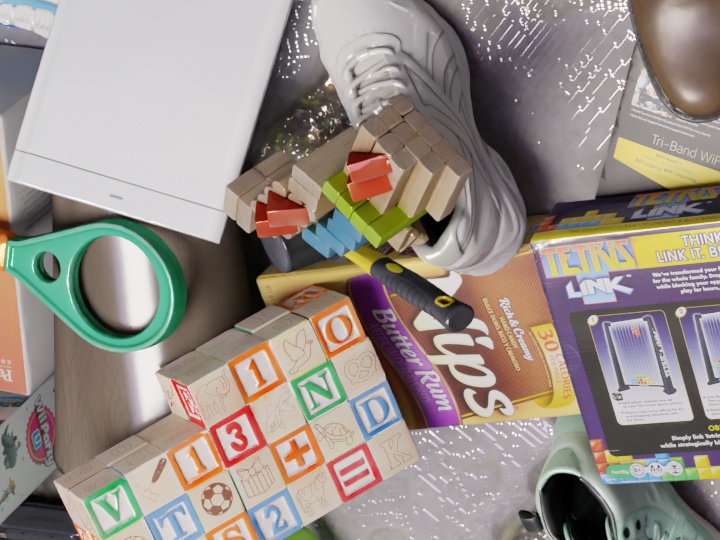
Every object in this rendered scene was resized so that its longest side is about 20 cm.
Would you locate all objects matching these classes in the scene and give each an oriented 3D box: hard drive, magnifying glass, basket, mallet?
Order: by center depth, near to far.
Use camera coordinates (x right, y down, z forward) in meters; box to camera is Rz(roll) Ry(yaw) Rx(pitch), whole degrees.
[{"bbox_3d":[0.000,0.000,1.435,0.066,0.200,0.041,-23,118,-13],"label":"mallet"},{"bbox_3d":[-0.117,-0.130,1.437,0.132,0.027,0.200,17,89,-2],"label":"hard drive"},{"bbox_3d":[-0.194,-0.005,1.473,0.200,0.022,0.080,17,110,25],"label":"magnifying glass"},{"bbox_3d":[-0.132,0.024,1.537,0.180,0.136,0.200,32,128,59],"label":"basket"}]

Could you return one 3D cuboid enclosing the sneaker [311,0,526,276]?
[{"bbox_3d":[0.026,-0.089,1.410,0.078,0.099,0.200,-33,81,21],"label":"sneaker"}]

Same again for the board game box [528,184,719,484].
[{"bbox_3d":[0.213,0.035,1.373,0.200,0.057,0.165,-5,114,28],"label":"board game box"}]

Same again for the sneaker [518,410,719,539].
[{"bbox_3d":[0.168,0.180,1.496,0.074,0.118,0.200,-26,105,30],"label":"sneaker"}]

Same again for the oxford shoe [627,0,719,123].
[{"bbox_3d":[0.177,-0.176,1.294,0.073,0.084,0.200,-3,101,6],"label":"oxford shoe"}]

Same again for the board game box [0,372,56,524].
[{"bbox_3d":[-0.278,0.115,1.608,0.147,0.200,0.064,-1,115,25],"label":"board game box"}]

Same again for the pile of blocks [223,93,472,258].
[{"bbox_3d":[-0.016,-0.033,1.364,0.082,0.062,0.200,59,150,-7],"label":"pile of blocks"}]

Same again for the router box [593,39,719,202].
[{"bbox_3d":[0.238,-0.047,1.385,0.200,0.052,0.157,20,122,13],"label":"router box"}]

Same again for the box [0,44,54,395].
[{"bbox_3d":[-0.264,-0.039,1.578,0.152,0.106,0.200,8,118,20],"label":"box"}]

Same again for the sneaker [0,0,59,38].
[{"bbox_3d":[-0.205,-0.190,1.507,0.200,0.075,0.087,15,95,20],"label":"sneaker"}]

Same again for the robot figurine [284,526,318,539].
[{"bbox_3d":[-0.024,0.274,1.631,0.175,0.116,0.200,-22,106,26],"label":"robot figurine"}]

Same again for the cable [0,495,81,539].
[{"bbox_3d":[-0.236,0.234,1.750,0.200,0.051,0.163,2,121,20],"label":"cable"}]

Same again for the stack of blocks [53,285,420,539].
[{"bbox_3d":[-0.078,0.107,1.458,0.059,0.200,0.115,17,134,65],"label":"stack of blocks"}]

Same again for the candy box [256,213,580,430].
[{"bbox_3d":[0.046,0.035,1.512,0.200,0.056,0.117,-8,111,25],"label":"candy box"}]
